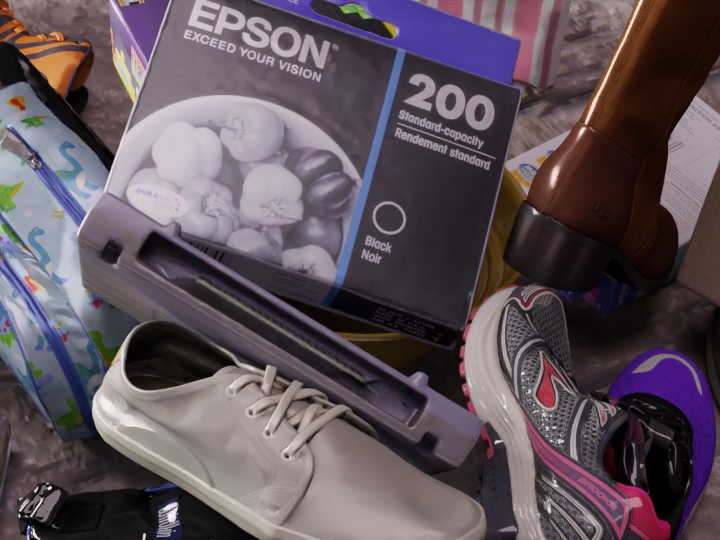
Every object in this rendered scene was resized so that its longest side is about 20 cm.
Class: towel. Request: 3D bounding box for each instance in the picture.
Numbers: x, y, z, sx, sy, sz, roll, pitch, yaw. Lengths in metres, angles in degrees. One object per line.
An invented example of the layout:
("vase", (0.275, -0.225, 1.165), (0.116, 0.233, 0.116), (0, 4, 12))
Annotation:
("towel", (0.042, -0.182, 1.072), (0.199, 0.146, 0.030), (13, 66, 9))

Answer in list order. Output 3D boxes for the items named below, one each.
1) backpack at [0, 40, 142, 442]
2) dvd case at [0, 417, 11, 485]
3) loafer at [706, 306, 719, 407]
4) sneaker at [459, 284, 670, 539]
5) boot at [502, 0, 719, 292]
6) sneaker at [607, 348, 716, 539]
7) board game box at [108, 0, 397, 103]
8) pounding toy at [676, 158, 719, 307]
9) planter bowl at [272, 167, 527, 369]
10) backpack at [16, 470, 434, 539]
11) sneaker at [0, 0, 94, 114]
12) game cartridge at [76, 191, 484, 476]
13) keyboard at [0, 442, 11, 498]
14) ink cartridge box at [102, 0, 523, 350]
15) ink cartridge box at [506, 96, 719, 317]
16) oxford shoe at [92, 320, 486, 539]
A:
("backpack", (-0.164, -0.002, 0.892), (0.200, 0.163, 0.154), (35, 62, 18))
("dvd case", (-0.266, 0.159, 0.804), (0.148, 0.016, 0.200), (-3, 47, 3))
("loafer", (0.251, 0.079, 0.885), (0.075, 0.070, 0.200), (-6, 48, -9))
("sneaker", (0.100, 0.078, 0.760), (0.075, 0.081, 0.200), (-30, 35, 19))
("boot", (0.164, -0.091, 0.870), (0.068, 0.200, 0.188), (34, 19, 32))
("sneaker", (0.151, 0.103, 0.835), (0.069, 0.100, 0.200), (19, 49, 11))
("board game box", (-0.043, -0.107, 0.945), (0.165, 0.057, 0.200), (-13, 44, -19))
("pounding toy", (0.315, -0.064, 0.912), (0.142, 0.184, 0.200), (32, 34, 28))
("planter bowl", (0.000, 0.000, 0.931), (0.200, 0.084, 0.201), (1, 41, -1))
("backpack", (-0.038, 0.180, 0.718), (0.199, 0.147, 0.183), (-12, 42, -15))
("sneaker", (-0.240, -0.155, 1.082), (0.112, 0.078, 0.200), (-4, 58, -13))
("game cartridge", (-0.043, 0.036, 0.758), (0.200, 0.130, 0.038), (31, 80, -2))
("keyboard", (-0.224, 0.166, 0.816), (0.056, 0.011, 0.200), (3, 47, -1))
("ink cartridge box", (-0.017, -0.081, 0.840), (0.198, 0.043, 0.200), (18, 66, -8))
("ink cartridge box", (0.170, -0.044, 1.018), (0.200, 0.042, 0.119), (-25, 54, -28))
("oxford shoe", (-0.036, 0.075, 0.696), (0.200, 0.058, 0.075), (22, 28, 26))
